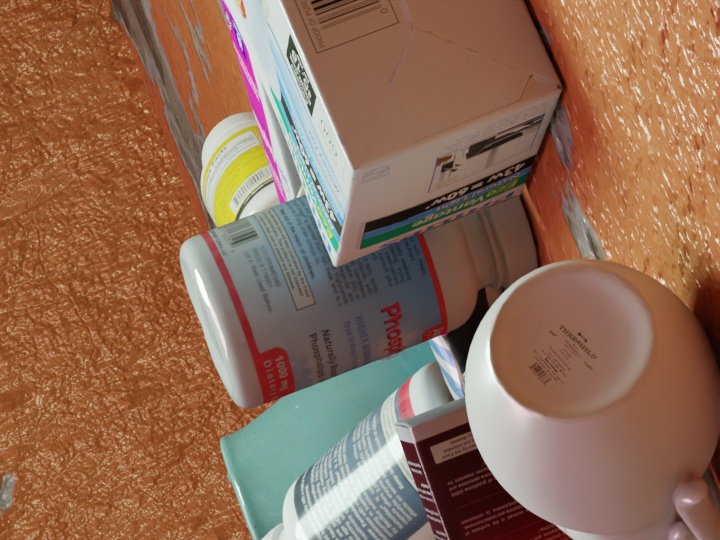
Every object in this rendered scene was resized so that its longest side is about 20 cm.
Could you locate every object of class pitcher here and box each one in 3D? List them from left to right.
[{"bbox_3d":[0.136,0.090,1.296,0.171,0.121,0.200,41,170,29],"label":"pitcher"}]

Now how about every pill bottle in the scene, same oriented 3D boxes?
[{"bbox_3d":[-0.076,-0.064,2.323,0.200,0.111,0.112,-123,14,-60],"label":"pill bottle"},{"bbox_3d":[0.000,0.000,1.614,0.109,0.199,0.109,159,90,-83],"label":"pill bottle"},{"bbox_3d":[0.018,0.166,1.814,0.119,0.200,0.120,38,-155,-21],"label":"pill bottle"}]

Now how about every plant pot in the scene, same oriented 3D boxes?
[{"bbox_3d":[0.005,0.154,1.969,0.200,0.187,0.201,158,90,-88],"label":"plant pot"}]

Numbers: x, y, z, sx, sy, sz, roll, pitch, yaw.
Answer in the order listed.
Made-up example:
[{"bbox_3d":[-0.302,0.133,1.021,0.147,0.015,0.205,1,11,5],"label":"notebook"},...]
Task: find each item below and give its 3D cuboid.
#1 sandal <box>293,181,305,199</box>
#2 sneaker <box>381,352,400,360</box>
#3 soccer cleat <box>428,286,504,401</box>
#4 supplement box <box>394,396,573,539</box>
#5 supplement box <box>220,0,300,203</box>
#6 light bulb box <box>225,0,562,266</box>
[{"bbox_3d":[-0.004,-0.086,1.661,0.082,0.055,0.200,38,119,23],"label":"sandal"},{"bbox_3d":[-0.029,-0.040,1.760,0.075,0.113,0.201,-20,-74,-63],"label":"sneaker"},{"bbox_3d":[0.061,0.022,1.735,0.086,0.070,0.201,147,102,-82],"label":"soccer cleat"},{"bbox_3d":[0.107,0.170,1.660,0.061,0.108,0.201,171,80,-81],"label":"supplement box"},{"bbox_3d":[-0.018,-0.109,1.831,0.101,0.103,0.201,-119,9,-54],"label":"supplement box"},{"bbox_3d":[0.010,-0.133,1.487,0.200,0.124,0.199,102,146,-74],"label":"light bulb box"}]
